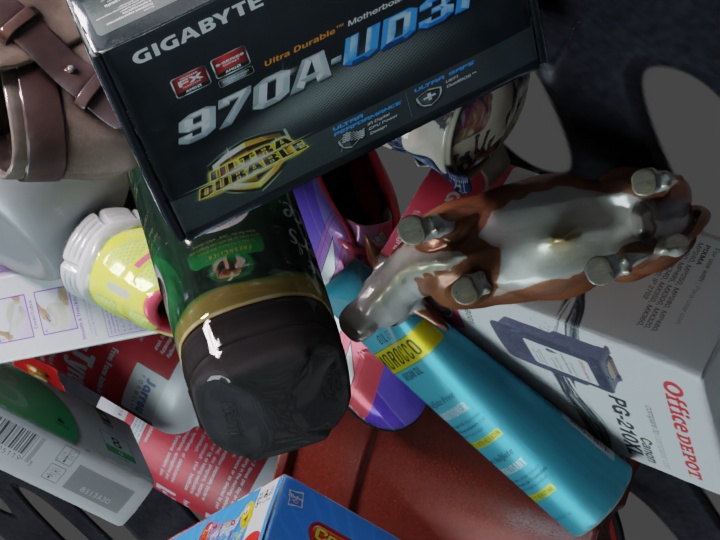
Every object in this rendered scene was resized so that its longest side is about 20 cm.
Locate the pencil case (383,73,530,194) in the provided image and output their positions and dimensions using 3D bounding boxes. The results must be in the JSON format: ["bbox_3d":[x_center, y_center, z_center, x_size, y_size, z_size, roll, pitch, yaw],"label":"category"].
[{"bbox_3d":[-0.013,-0.107,1.212,0.200,0.078,0.090,22,134,23],"label":"pencil case"}]

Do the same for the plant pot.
[{"bbox_3d":[0.067,0.121,1.477,0.195,0.201,0.201,18,157,11],"label":"plant pot"}]

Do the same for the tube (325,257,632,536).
[{"bbox_3d":[0.061,0.066,1.311,0.200,0.050,0.077,40,150,-6],"label":"tube"}]

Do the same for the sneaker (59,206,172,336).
[{"bbox_3d":[-0.074,0.010,1.385,0.200,0.078,0.090,-5,-154,-40],"label":"sneaker"}]

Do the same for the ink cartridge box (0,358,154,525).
[{"bbox_3d":[-0.239,0.079,1.656,0.161,0.050,0.200,31,-163,-34],"label":"ink cartridge box"}]

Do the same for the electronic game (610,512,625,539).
[{"bbox_3d":[0.079,0.193,1.579,0.200,0.200,0.042,30,165,6],"label":"electronic game"}]

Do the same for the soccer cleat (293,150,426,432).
[{"bbox_3d":[0.000,0.000,1.351,0.073,0.068,0.201,0,109,60],"label":"soccer cleat"}]

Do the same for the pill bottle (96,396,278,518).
[{"bbox_3d":[-0.101,0.138,1.834,0.200,0.112,0.112,30,159,8],"label":"pill bottle"}]

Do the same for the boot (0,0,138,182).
[{"bbox_3d":[-0.152,-0.136,1.150,0.200,0.146,0.070,57,145,16],"label":"boot"}]

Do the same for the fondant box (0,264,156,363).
[{"bbox_3d":[-0.182,0.013,1.524,0.199,0.144,0.058,-12,97,20],"label":"fondant box"}]

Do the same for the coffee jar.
[{"bbox_3d":[-0.067,-0.003,1.260,0.104,0.085,0.200,78,175,-56],"label":"coffee jar"}]

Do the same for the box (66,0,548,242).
[{"bbox_3d":[-0.019,-0.109,1.068,0.046,0.200,0.159,61,174,31],"label":"box"}]

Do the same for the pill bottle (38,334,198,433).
[{"bbox_3d":[-0.149,0.043,1.672,0.200,0.112,0.112,30,159,6],"label":"pill bottle"}]

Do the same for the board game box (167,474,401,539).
[{"bbox_3d":[-0.026,0.221,1.453,0.200,0.056,0.196,32,143,-21],"label":"board game box"}]

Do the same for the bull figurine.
[{"bbox_3d":[0.077,-0.011,1.192,0.121,0.199,0.065,-16,-90,-83],"label":"bull figurine"}]

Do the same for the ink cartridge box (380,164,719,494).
[{"bbox_3d":[0.128,0.028,1.304,0.200,0.084,0.145,21,157,27],"label":"ink cartridge box"}]

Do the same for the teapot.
[{"bbox_3d":[-0.205,-0.098,1.408,0.197,0.146,0.200,45,162,-29],"label":"teapot"}]
